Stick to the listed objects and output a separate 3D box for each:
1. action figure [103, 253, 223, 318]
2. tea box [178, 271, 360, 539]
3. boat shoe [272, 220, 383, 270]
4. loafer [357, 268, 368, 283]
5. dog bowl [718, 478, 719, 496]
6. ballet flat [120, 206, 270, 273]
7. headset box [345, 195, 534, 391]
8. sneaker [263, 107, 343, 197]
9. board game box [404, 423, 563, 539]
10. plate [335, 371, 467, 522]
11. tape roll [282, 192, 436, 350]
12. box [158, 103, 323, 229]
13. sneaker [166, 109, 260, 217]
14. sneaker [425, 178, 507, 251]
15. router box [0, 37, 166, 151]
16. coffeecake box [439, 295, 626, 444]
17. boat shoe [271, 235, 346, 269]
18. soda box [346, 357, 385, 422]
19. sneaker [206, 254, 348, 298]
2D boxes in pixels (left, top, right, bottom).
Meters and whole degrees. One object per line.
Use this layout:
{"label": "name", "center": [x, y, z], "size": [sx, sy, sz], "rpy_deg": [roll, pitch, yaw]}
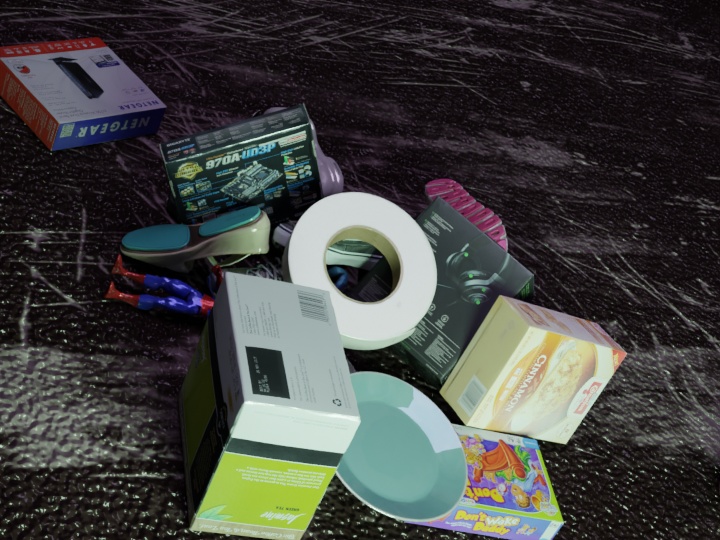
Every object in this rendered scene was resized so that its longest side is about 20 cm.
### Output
{"label": "action figure", "center": [-0.205, 0.026, 1.594], "size": [0.197, 0.099, 0.066], "rpy_deg": [20, 54, -16]}
{"label": "tea box", "center": [-0.107, 0.148, 1.408], "size": [0.132, 0.198, 0.202], "rpy_deg": [11, 37, -22]}
{"label": "boat shoe", "center": [-0.031, -0.049, 1.722], "size": [0.198, 0.072, 0.072], "rpy_deg": [9, 18, -44]}
{"label": "loafer", "center": [0.093, 0.039, 1.818], "size": [0.199, 0.073, 0.072], "rpy_deg": [38, 30, 12]}
{"label": "dog bowl", "center": [0.585, 0.315, 1.799], "size": [0.197, 0.074, 0.201], "rpy_deg": [20, 34, -14]}
{"label": "ballet flat", "center": [-0.209, -0.029, 1.673], "size": [0.197, 0.070, 0.070], "rpy_deg": [-10, 35, 7]}
{"label": "headset box", "center": [0.112, 0.028, 1.720], "size": [0.174, 0.200, 0.093], "rpy_deg": [39, -9, 19]}
{"label": "sneaker", "center": [-0.104, -0.180, 1.962], "size": [0.099, 0.075, 0.201], "rpy_deg": [-4, 45, -41]}
{"label": "board game box", "center": [0.137, 0.254, 1.582], "size": [0.197, 0.045, 0.135], "rpy_deg": [13, 36, -22]}
{"label": "plate", "center": [0.034, 0.205, 1.492], "size": [0.198, 0.026, 0.202], "rpy_deg": [20, 42, -19]}
{"label": "tape roll", "center": [0.000, 0.000, 1.636], "size": [0.199, 0.037, 0.206], "rpy_deg": [7, 65, -16]}
{"label": "box", "center": [-0.151, -0.119, 1.703], "size": [0.197, 0.160, 0.046], "rpy_deg": [-17, 45, -7]}
{"label": "sneaker", "center": [-0.195, -0.149, 1.828], "size": [0.060, 0.105, 0.200], "rpy_deg": [35, 34, 11]}
{"label": "sneaker", "center": [0.162, -0.055, 1.970], "size": [0.073, 0.088, 0.200], "rpy_deg": [-23, 46, -17]}
{"label": "router box", "center": [-0.409, -0.258, 1.870], "size": [0.179, 0.049, 0.199], "rpy_deg": [44, 36, 23]}
{"label": "coffeecake box", "center": [0.223, 0.131, 1.668], "size": [0.198, 0.155, 0.073], "rpy_deg": [15, 24, -41]}
{"label": "boat shoe", "center": [-0.095, -0.068, 1.825], "size": [0.198, 0.068, 0.074], "rpy_deg": [37, 33, 2]}
{"label": "soda box", "center": [-0.051, 0.134, 1.592], "size": [0.070, 0.064, 0.201], "rpy_deg": [-4, 44, -39]}
{"label": "sneaker", "center": [-0.104, 0.011, 1.698], "size": [0.197, 0.086, 0.078], "rpy_deg": [7, 38, -28]}
